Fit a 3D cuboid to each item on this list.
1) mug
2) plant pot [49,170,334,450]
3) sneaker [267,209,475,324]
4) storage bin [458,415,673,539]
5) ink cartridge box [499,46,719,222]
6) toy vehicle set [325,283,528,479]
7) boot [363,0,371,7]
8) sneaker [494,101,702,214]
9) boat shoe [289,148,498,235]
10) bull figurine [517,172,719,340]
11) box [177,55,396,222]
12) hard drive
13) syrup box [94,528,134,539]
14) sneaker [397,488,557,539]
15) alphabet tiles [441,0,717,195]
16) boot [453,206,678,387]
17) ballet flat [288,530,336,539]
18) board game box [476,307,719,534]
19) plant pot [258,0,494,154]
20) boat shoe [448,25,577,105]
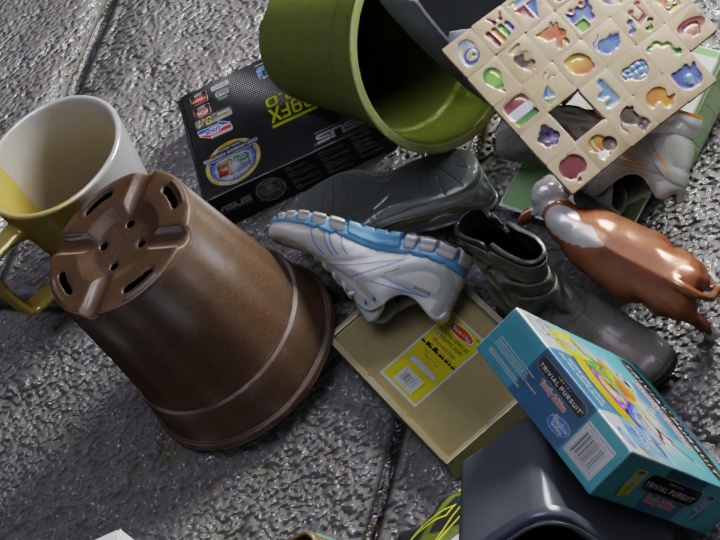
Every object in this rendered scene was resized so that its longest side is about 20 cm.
[{"bbox_3d":[-0.282,-0.059,1.910,0.187,0.153,0.149,-28,47,6],"label":"mug"},{"bbox_3d":[-0.157,0.025,1.730,0.200,0.198,0.200,-19,48,23],"label":"plant pot"},{"bbox_3d":[0.000,0.000,1.728,0.200,0.075,0.087,14,89,27],"label":"sneaker"},{"bbox_3d":[0.151,0.212,1.451,0.146,0.200,0.134,-38,31,27],"label":"storage bin"},{"bbox_3d":[0.233,-0.120,1.764,0.145,0.048,0.200,21,82,38],"label":"ink cartridge box"},{"bbox_3d":[0.071,0.079,1.703,0.124,0.027,0.200,-40,47,-6],"label":"toy vehicle set"},{"bbox_3d":[0.075,-0.290,1.910,0.200,0.146,0.070,-16,46,16],"label":"boot"},{"bbox_3d":[0.200,-0.095,1.701,0.200,0.076,0.092,1,81,40],"label":"sneaker"},{"bbox_3d":[0.027,-0.056,1.815,0.202,0.065,0.074,-17,51,20],"label":"boat shoe"},{"bbox_3d":[0.222,-0.012,1.624,0.200,0.121,0.065,40,99,40],"label":"bull figurine"},{"bbox_3d":[-0.074,-0.149,1.947,0.200,0.044,0.160,-24,47,8],"label":"box"},{"bbox_3d":[0.121,-0.232,1.743,0.135,0.200,0.042,-55,37,-4],"label":"hard drive"},{"bbox_3d":[-0.268,0.306,1.664,0.200,0.081,0.079,-24,49,8],"label":"syrup box"},{"bbox_3d":[0.108,0.194,1.561,0.200,0.074,0.085,-32,37,-7],"label":"sneaker"},{"bbox_3d":[0.197,-0.182,1.645,0.200,0.008,0.167,-38,77,-15],"label":"alphabet tiles"},{"bbox_3d":[0.164,0.025,1.626,0.200,0.131,0.068,28,71,40],"label":"boot"},{"bbox_3d":[-0.093,0.287,1.594,0.200,0.072,0.068,-43,48,-9],"label":"ballet flat"},{"bbox_3d":[0.192,0.116,1.475,0.047,0.200,0.151,-47,55,15],"label":"board game box"},{"bbox_3d":[0.007,-0.214,1.814,0.190,0.200,0.200,10,59,48],"label":"plant pot"},{"bbox_3d":[0.175,-0.177,1.696,0.200,0.074,0.067,0,93,-9],"label":"boat shoe"}]
